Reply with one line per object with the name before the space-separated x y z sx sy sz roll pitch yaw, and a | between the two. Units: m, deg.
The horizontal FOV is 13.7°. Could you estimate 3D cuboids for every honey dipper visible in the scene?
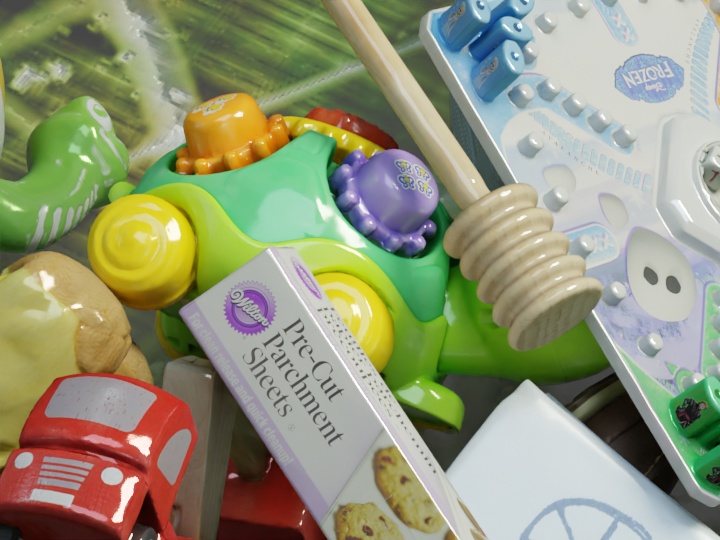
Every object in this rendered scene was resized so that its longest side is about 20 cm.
honey dipper | 0.016 -0.061 1.039 0.038 0.038 0.200 -26 68 -17

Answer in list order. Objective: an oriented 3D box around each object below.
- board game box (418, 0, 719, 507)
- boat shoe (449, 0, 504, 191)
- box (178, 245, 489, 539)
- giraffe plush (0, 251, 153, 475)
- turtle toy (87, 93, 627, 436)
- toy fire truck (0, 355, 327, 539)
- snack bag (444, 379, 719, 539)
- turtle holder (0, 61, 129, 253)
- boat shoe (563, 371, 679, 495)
board game box | 0.139 -0.029 1.094 0.200 0.026 0.200 -17 72 -46
boat shoe | 0.079 -0.050 1.189 0.067 0.074 0.200 3 63 -14
box | 0.013 0.084 0.985 0.041 0.039 0.200 -34 84 11
giraffe plush | -0.153 0.109 1.027 0.200 0.173 0.162 -18 65 -4
turtle toy | 0.000 0.000 1.087 0.200 0.146 0.101 21 80 14
toy fire truck | -0.061 0.080 1.006 0.049 0.200 0.141 9 55 16
snack bag | 0.065 0.168 1.010 0.189 0.021 0.200 40 78 9
turtle holder | -0.191 -0.072 1.162 0.185 0.141 0.132 -1 36 12
boat shoe | 0.075 0.098 1.076 0.200 0.072 0.068 -38 69 -15
